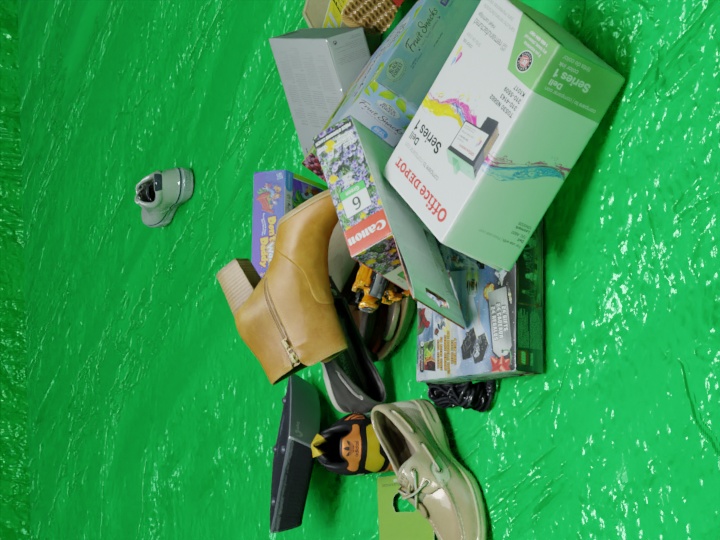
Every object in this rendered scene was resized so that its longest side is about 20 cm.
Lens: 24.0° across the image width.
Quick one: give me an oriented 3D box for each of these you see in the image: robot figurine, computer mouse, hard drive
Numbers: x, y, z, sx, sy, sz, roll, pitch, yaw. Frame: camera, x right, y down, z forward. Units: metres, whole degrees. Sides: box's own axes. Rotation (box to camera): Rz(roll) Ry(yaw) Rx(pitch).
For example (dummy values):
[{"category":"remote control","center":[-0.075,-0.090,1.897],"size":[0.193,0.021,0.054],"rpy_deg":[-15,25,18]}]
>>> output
[{"category":"robot figurine","center":[0.043,-0.052,1.701],"size":[0.145,0.058,0.202],"rpy_deg":[147,140,-81]},{"category":"computer mouse","center":[0.094,0.041,1.647],"size":[0.140,0.046,0.202],"rpy_deg":[-167,82,-69]},{"category":"hard drive","center":[-0.078,0.212,1.983],"size":[0.200,0.042,0.136],"rpy_deg":[-97,17,-73]}]

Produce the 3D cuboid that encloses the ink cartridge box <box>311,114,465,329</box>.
[{"category":"ink cartridge box","center":[0.026,-0.035,1.562],"size":[0.050,0.109,0.201],"rpy_deg":[-29,60,19]}]

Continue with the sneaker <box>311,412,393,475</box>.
[{"category":"sneaker","center":[-0.019,0.188,1.840],"size":[0.200,0.089,0.071],"rpy_deg":[166,107,-67]}]

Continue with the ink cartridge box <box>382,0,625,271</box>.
[{"category":"ink cartridge box","center":[0.121,-0.124,1.487],"size":[0.201,0.083,0.145],"rpy_deg":[-59,34,16]}]

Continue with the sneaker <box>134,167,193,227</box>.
[{"category":"sneaker","center":[-0.325,-0.121,2.683],"size":[0.200,0.070,0.074],"rpy_deg":[141,129,-61]}]

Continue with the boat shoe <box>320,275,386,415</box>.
[{"category":"boat shoe","center":[-0.027,0.062,1.813],"size":[0.057,0.067,0.201],"rpy_deg":[-9,110,47]}]

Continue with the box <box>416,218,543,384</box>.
[{"category":"box","center":[0.111,0.001,1.577],"size":[0.136,0.040,0.202],"rpy_deg":[-10,75,51]}]

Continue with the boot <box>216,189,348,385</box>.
[{"category":"boot","center":[-0.046,0.015,1.739],"size":[0.201,0.071,0.145],"rpy_deg":[-38,78,23]}]

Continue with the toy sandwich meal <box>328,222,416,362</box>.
[{"category":"toy sandwich meal","center":[0.000,0.000,1.856],"size":[0.205,0.070,0.207],"rpy_deg":[-175,90,-68]}]

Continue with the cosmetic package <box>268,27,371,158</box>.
[{"category":"cosmetic package","center":[-0.032,-0.199,1.931],"size":[0.200,0.051,0.152],"rpy_deg":[20,127,67]}]

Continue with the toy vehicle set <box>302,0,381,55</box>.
[{"category":"toy vehicle set","center":[-0.019,-0.314,2.021],"size":[0.201,0.026,0.125],"rpy_deg":[-114,36,-50]}]

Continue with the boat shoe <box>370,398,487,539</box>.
[{"category":"boat shoe","center":[0.064,0.207,1.655],"size":[0.072,0.064,0.201],"rpy_deg":[-66,34,37]}]

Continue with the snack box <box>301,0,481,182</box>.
[{"category":"snack box","center":[0.036,-0.189,1.713],"size":[0.169,0.067,0.200],"rpy_deg":[-59,10,-31]}]

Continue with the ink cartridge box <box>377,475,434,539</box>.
[{"category":"ink cartridge box","center":[0.016,0.312,1.748],"size":[0.148,0.075,0.202],"rpy_deg":[158,113,-66]}]

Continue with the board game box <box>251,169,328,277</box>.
[{"category":"board game box","center":[-0.073,-0.004,1.958],"size":[0.044,0.134,0.202],"rpy_deg":[-4,80,28]}]

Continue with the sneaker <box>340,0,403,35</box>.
[{"category":"sneaker","center":[0.044,-0.336,1.811],"size":[0.200,0.075,0.091],"rpy_deg":[-32,40,51]}]
